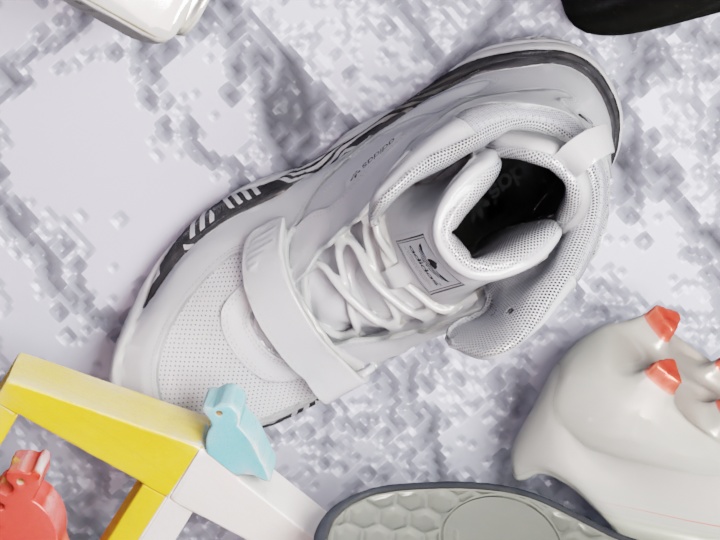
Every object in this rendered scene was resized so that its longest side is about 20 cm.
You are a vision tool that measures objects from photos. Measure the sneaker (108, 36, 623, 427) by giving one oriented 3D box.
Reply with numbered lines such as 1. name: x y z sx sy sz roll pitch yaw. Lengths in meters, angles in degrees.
1. sneaker: 0.000 0.000 0.882 0.200 0.115 0.075 -35 101 6

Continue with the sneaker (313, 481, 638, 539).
1. sneaker: 0.069 0.150 0.909 0.201 0.077 0.147 14 133 -5

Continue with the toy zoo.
1. toy zoo: -0.089 0.112 0.924 0.131 0.020 0.200 29 118 -7

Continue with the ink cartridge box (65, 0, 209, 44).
1. ink cartridge box: -0.113 -0.176 0.836 0.199 0.083 0.146 29 89 -13

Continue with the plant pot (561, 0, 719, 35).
1. plant pot: 0.147 -0.177 0.816 0.198 0.177 0.201 -13 101 1

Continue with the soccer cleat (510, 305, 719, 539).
1. soccer cleat: 0.143 0.088 0.936 0.200 0.069 0.078 34 123 -12
